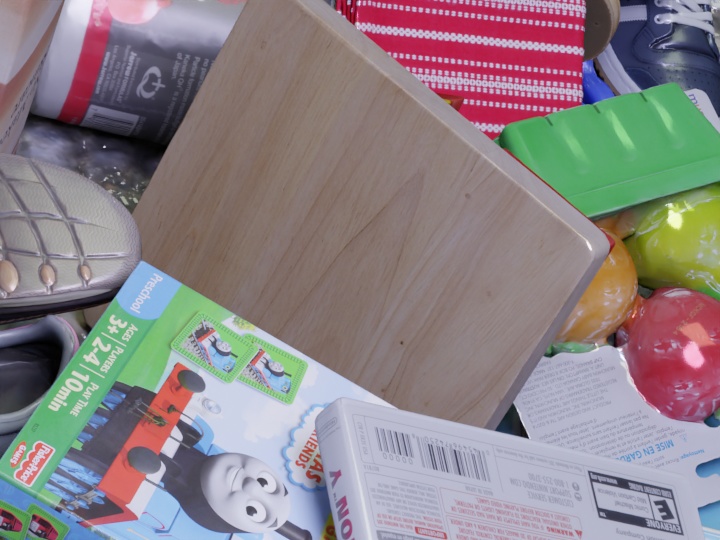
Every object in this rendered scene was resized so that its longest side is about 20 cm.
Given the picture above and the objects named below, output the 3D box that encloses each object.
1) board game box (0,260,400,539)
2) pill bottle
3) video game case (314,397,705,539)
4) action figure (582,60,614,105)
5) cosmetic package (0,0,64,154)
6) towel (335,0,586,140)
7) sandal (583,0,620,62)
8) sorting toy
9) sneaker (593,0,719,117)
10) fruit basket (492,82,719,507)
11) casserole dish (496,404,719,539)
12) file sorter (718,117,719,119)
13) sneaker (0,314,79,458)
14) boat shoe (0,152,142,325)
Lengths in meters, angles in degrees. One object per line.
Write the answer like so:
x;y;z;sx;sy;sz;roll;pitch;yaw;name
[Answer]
-0.038;0.096;1.166;0.200;0.037;0.151;30;40;0;board game box
-0.063;-0.112;1.434;0.199;0.111;0.111;12;43;-13;pill bottle
0.078;0.150;1.148;0.199;0.023;0.183;15;49;-37;video game case
0.128;-0.076;1.529;0.065;0.052;0.200;-13;47;-29;action figure
-0.193;-0.094;1.290;0.087;0.200;0.104;23;43;-2;cosmetic package
0.049;-0.059;1.406;0.144;0.022;0.201;6;83;-28;towel
0.041;-0.160;1.547;0.211;0.078;0.070;12;28;12;sandal
0.000;0.000;1.292;0.199;0.200;0.070;41;29;18;sorting toy
0.177;-0.166;1.593;0.070;0.109;0.200;15;39;-34;sneaker
0.133;0.019;1.361;0.185;0.094;0.201;-16;81;-31;fruit basket
0.142;0.098;1.367;0.199;0.039;0.121;15;42;-8;casserole dish
0.283;-0.034;1.419;0.124;0.200;0.139;-1;75;-29;file sorter
-0.208;0.063;1.210;0.199;0.082;0.070;-17;57;-36;sneaker
-0.194;-0.006;1.262;0.199;0.073;0.075;2;65;4;boat shoe
